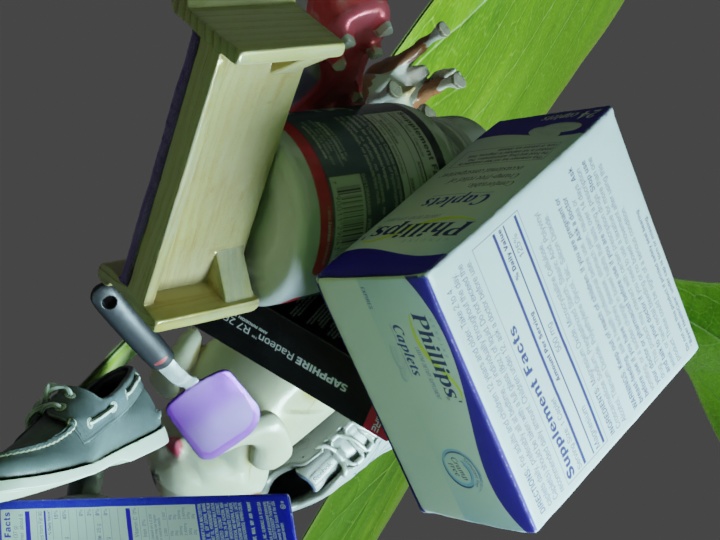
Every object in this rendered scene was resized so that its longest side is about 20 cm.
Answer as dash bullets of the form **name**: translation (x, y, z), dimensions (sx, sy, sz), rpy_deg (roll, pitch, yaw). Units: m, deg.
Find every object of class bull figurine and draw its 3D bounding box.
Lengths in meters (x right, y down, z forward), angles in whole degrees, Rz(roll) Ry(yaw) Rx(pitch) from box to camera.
- **bull figurine**: translation (0.013, -0.122, 1.183), dimensions (0.121, 0.065, 0.200), rpy_deg (-29, -159, 37)

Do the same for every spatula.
- **spatula**: translation (-0.125, 0.064, 0.972), dimensions (0.056, 0.021, 0.200), rpy_deg (-32, 141, 0)

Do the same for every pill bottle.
- **pill bottle**: translation (-0.002, -0.050, 0.978), dimensions (0.199, 0.120, 0.120), rpy_deg (-11, 134, -42)

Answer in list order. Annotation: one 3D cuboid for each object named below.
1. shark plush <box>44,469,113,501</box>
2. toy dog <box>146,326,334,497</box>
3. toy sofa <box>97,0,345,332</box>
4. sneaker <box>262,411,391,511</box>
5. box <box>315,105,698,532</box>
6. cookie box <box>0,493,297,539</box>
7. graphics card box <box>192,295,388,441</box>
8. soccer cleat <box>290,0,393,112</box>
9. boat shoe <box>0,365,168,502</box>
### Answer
- **shark plush**: translation (-0.217, 0.204, 1.056), dimensions (0.083, 0.091, 0.200), rpy_deg (-26, 167, -31)
- **toy dog**: translation (-0.091, 0.099, 1.138), dimensions (0.200, 0.139, 0.194), rpy_deg (-51, 166, 5)
- **toy sofa**: translation (-0.093, -0.072, 0.862), dimensions (0.082, 0.098, 0.201), rpy_deg (-13, 135, -43)
- **sneaker**: translation (-0.011, 0.144, 1.208), dimensions (0.200, 0.075, 0.087), rpy_deg (-42, -174, 17)
- **box**: translation (0.097, 0.027, 0.919), dimensions (0.200, 0.104, 0.185), rpy_deg (-40, 116, -35)
- **cookie box**: translation (-0.153, 0.230, 0.976), dimensions (0.076, 0.198, 0.172), rpy_deg (-106, -155, -42)
- **graphics card box**: translation (-0.033, 0.023, 1.011), dimensions (0.126, 0.199, 0.051), rpy_deg (-47, 165, -55)
- **soccer cleat**: translation (-0.031, -0.145, 0.988), dimensions (0.066, 0.077, 0.200), rpy_deg (-18, 165, -22)
- **boat shoe**: translation (-0.188, 0.101, 0.910), dimensions (0.200, 0.072, 0.062), rpy_deg (-12, 87, -67)
